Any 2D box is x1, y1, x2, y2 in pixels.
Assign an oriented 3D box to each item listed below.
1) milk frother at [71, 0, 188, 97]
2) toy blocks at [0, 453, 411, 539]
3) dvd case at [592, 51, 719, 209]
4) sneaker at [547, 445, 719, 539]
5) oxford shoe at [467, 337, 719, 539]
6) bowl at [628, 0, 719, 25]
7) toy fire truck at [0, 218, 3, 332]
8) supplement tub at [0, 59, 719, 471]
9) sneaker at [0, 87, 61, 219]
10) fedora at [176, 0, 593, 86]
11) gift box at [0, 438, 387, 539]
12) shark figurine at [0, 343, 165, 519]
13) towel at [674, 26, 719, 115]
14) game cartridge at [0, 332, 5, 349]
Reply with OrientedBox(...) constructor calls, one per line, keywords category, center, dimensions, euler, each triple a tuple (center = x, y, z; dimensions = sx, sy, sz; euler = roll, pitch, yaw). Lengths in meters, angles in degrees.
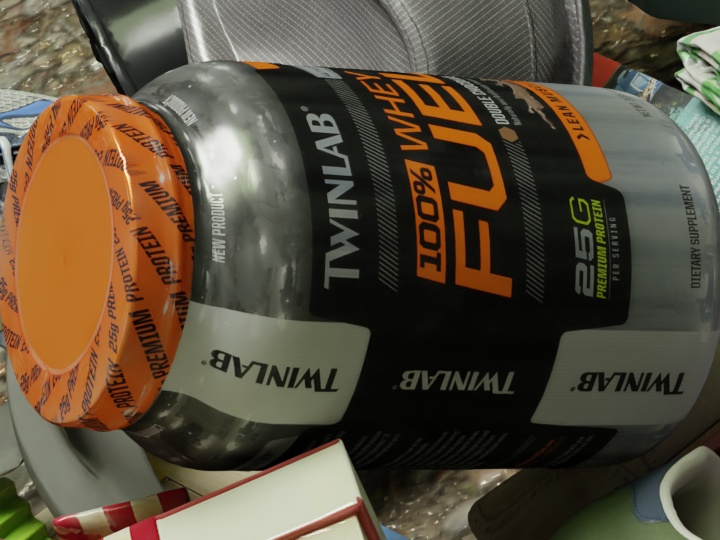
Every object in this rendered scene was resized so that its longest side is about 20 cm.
OrientedBox(category="milk frother", center=(-0.045, -0.159, 1.293), dimensions=(0.188, 0.200, 0.181), euler=(-27, 27, -4))
OrientedBox(category="toy blocks", center=(-0.066, 0.132, 0.990), dimensions=(0.137, 0.100, 0.200), euler=(24, 47, 36))
OrientedBox(category="dvd case", center=(0.083, -0.006, 1.099), dimensions=(0.146, 0.022, 0.200), euler=(-54, 35, -4))
OrientedBox(category="sneaker", center=(0.119, 0.123, 0.847), dimensions=(0.090, 0.067, 0.200), euler=(-41, 43, -1))
OrientedBox(category="oxford shoe", center=(0.120, 0.037, 0.980), dimensions=(0.200, 0.071, 0.075), euler=(-40, 56, -16))
OrientedBox(category="bowl", center=(0.138, -0.180, 1.183), dimensions=(0.105, 0.201, 0.201), euler=(-12, 33, 7))
OrientedBox(category="toy fire truck", center=(-0.171, 0.070, 1.042), dimensions=(0.200, 0.176, 0.129), euler=(-21, 30, 22))
OrientedBox(category="supplement tub", center=(0.000, 0.000, 0.891), dimensions=(0.200, 0.123, 0.122), euler=(1, 18, -31))
OrientedBox(category="sneaker", center=(-0.126, -0.037, 1.113), dimensions=(0.200, 0.077, 0.085), euler=(-5, 14, -37))
OrientedBox(category="fedora", center=(-0.007, -0.091, 1.111), dimensions=(0.177, 0.090, 0.200), euler=(-52, 59, 29))
OrientedBox(category="gift box", center=(-0.054, 0.172, 0.822), dimensions=(0.200, 0.185, 0.187), euler=(-18, 33, 0))
OrientedBox(category="shark figurine", center=(-0.069, 0.061, 0.943), dimensions=(0.128, 0.090, 0.214), euler=(-34, 59, -17))
OrientedBox(category="towel", center=(0.218, -0.059, 1.015), dimensions=(0.152, 0.023, 0.200), euler=(-19, 31, -17))
OrientedBox(category="game cartridge", center=(-0.060, 0.017, 1.116), dimensions=(0.133, 0.041, 0.200), euler=(1, 6, -33))
